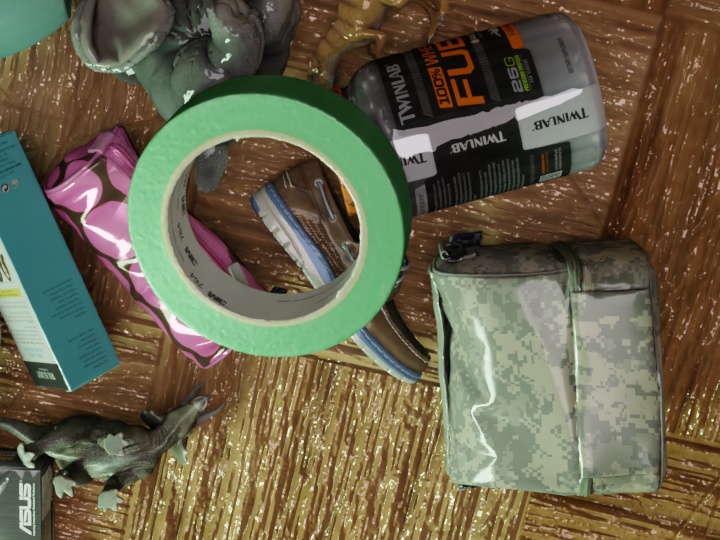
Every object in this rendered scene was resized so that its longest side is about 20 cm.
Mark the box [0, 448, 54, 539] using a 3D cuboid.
[{"bbox_3d":[-0.342,0.249,1.101,0.158,0.048,0.201,3,103,-1],"label":"box"}]

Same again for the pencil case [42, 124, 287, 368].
[{"bbox_3d":[-0.155,-0.022,1.016,0.200,0.094,0.091,47,61,-12],"label":"pencil case"}]

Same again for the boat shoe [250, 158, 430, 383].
[{"bbox_3d":[0.000,0.000,1.031,0.072,0.072,0.200,-38,100,7],"label":"boat shoe"}]

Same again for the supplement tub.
[{"bbox_3d":[0.074,-0.112,0.973,0.199,0.123,0.123,-15,103,-1],"label":"supplement tub"}]

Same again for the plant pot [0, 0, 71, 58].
[{"bbox_3d":[-0.292,-0.235,0.919,0.160,0.201,0.201,-5,103,-7],"label":"plant pot"}]

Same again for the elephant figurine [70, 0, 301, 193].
[{"bbox_3d":[-0.156,-0.191,0.973,0.199,0.155,0.142,26,145,5],"label":"elephant figurine"}]

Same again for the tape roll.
[{"bbox_3d":[-0.064,-0.037,0.925,0.200,0.048,0.201,4,114,9],"label":"tape roll"}]

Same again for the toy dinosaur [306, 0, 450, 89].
[{"bbox_3d":[0.018,-0.222,0.985,0.106,0.060,0.201,22,102,-3],"label":"toy dinosaur"}]

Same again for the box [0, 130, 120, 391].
[{"bbox_3d":[-0.263,-0.005,1.019,0.049,0.082,0.201,-29,104,-30],"label":"box"}]

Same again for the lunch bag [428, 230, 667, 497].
[{"bbox_3d":[0.142,0.071,1.013,0.167,0.139,0.201,-4,102,0],"label":"lunch bag"}]

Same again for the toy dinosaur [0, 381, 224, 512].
[{"bbox_3d":[-0.217,0.147,1.059,0.199,0.102,0.077,-7,96,11],"label":"toy dinosaur"}]
